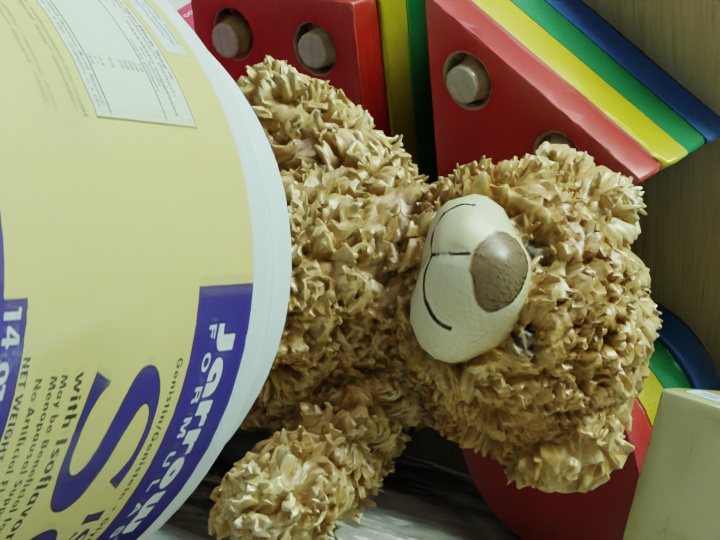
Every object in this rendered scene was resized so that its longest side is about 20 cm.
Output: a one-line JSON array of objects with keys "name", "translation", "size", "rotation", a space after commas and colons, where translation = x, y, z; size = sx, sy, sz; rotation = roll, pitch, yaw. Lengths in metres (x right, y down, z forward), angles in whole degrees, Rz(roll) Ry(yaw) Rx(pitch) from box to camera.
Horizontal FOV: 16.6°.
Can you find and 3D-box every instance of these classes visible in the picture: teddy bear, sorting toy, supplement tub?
[{"name": "teddy bear", "translation": [-0.024, 0.006, 0.650], "size": [0.199, 0.145, 0.067], "rotation": [17, -34, 27]}, {"name": "sorting toy", "translation": [0.037, -0.012, 0.761], "size": [0.198, 0.201, 0.069], "rotation": [15, 30, 39]}, {"name": "supplement tub", "translation": [-0.100, -0.001, 0.446], "size": [0.145, 0.146, 0.200], "rotation": [16, 6, 16]}]

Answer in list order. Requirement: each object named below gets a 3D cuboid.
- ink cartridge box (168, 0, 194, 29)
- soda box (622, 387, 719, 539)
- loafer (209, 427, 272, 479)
[{"name": "ink cartridge box", "translation": [-0.090, -0.072, 1.123], "size": [0.200, 0.145, 0.084], "rotation": [19, 42, 41]}, {"name": "soda box", "translation": [0.168, 0.091, 0.641], "size": [0.200, 0.068, 0.064], "rotation": [18, 6, 36]}, {"name": "loafer", "translation": [-0.050, 0.015, 0.764], "size": [0.200, 0.073, 0.071], "rotation": [40, -16, 53]}]
